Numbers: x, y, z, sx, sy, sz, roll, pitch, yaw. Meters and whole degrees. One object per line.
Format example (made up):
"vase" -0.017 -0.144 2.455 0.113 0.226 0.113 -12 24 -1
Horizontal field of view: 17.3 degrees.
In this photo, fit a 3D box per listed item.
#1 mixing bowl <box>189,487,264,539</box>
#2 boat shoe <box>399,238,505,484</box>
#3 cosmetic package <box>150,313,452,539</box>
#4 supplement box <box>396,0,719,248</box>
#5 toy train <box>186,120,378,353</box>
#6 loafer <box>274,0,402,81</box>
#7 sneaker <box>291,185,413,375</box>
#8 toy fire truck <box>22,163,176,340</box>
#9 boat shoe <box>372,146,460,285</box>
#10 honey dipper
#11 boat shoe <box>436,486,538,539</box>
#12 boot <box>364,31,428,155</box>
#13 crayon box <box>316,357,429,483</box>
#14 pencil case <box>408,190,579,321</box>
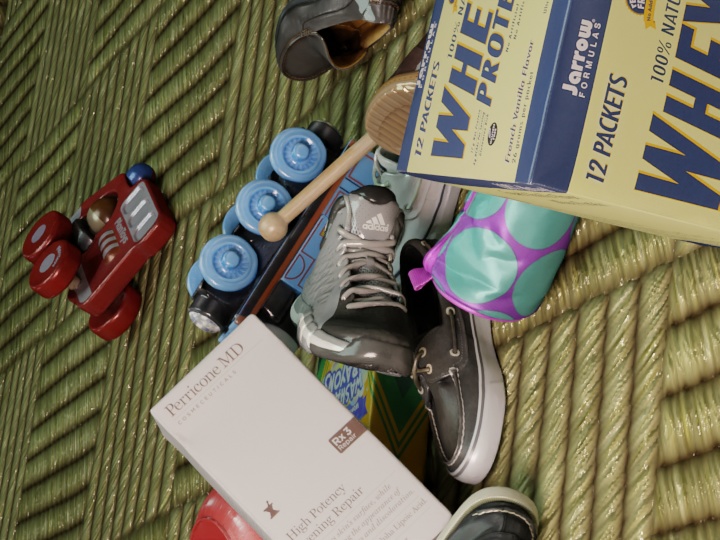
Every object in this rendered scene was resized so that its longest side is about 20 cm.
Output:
"mixing bowl" -0.053 0.212 1.690 0.200 0.108 0.200 36 132 53
"boat shoe" 0.058 0.061 1.654 0.069 0.057 0.200 123 153 -44
"cosmetic package" -0.038 0.136 1.593 0.102 0.200 0.074 -44 -14 -10
"supplement box" 0.154 -0.092 1.266 0.200 0.200 0.134 -168 91 -71
"toy train" -0.052 -0.022 1.854 0.200 0.114 0.087 -58 3 -21
"loafer" -0.023 -0.205 2.039 0.200 0.073 0.072 135 139 -58
"sneaker" 0.000 0.000 1.636 0.200 0.075 0.116 -144 69 -73
"toy fire truck" -0.275 -0.034 2.611 0.168 0.112 0.200 -47 27 10
"boat shoe" 0.040 -0.079 1.773 0.200 0.067 0.074 -68 26 24
"honey dipper" 0.000 -0.092 1.798 0.200 0.038 0.038 -43 24 2
"boat shoe" 0.056 0.232 1.525 0.199 0.074 0.066 -56 15 26
"boot" 0.090 -0.176 1.664 0.200 0.072 0.166 -36 23 49
"crayon box" 0.005 0.126 1.770 0.126 0.052 0.200 140 138 -60
"pencil case" 0.108 -0.066 1.545 0.085 0.092 0.200 -115 41 -61
